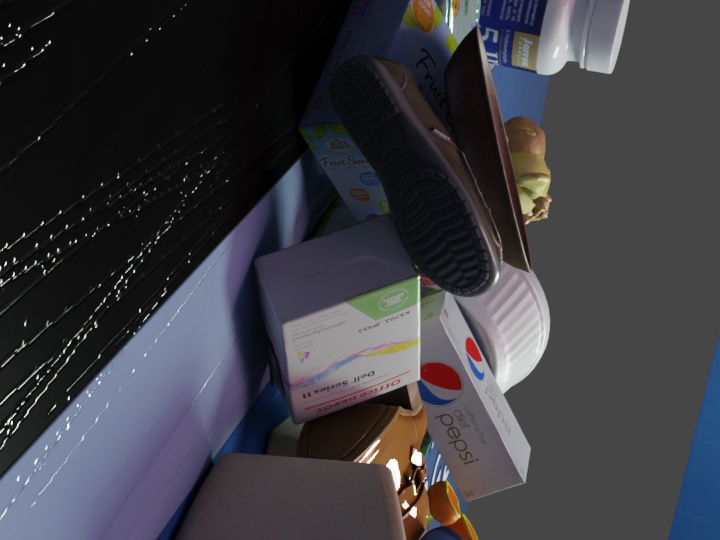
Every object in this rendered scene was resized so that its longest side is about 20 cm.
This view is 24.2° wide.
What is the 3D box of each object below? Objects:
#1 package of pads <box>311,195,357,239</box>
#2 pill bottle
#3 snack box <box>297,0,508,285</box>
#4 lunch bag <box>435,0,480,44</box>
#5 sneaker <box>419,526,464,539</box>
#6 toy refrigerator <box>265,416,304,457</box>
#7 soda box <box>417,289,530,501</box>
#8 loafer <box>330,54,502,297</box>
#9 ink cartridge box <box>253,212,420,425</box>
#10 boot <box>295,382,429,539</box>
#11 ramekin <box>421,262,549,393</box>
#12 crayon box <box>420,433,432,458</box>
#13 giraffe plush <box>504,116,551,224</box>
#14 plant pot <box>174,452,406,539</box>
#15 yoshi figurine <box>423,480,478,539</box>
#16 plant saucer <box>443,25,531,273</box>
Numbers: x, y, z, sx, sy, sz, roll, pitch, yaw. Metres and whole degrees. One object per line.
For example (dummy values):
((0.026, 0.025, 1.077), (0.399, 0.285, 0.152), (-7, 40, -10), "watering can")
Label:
((0.000, 0.000, 1.511), (0.200, 0.068, 0.155), (-61, 162, -56), "package of pads")
((0.162, -0.261, 1.674), (0.120, 0.199, 0.120), (13, 90, -79), "pill bottle")
((0.041, -0.114, 1.396), (0.200, 0.067, 0.169), (58, 41, -41), "snack box")
((0.067, -0.262, 1.512), (0.201, 0.077, 0.161), (92, 16, -46), "lunch bag")
((0.030, 0.311, 1.456), (0.082, 0.074, 0.200), (4, 122, -58), "sneaker")
((-0.058, 0.239, 1.499), (0.076, 0.070, 0.201), (-27, 129, -75), "toy refrigerator")
((0.093, 0.120, 1.623), (0.201, 0.068, 0.064), (62, 22, -21), "soda box")
((0.054, -0.076, 1.253), (0.070, 0.075, 0.201), (-30, 94, -50), "loafer")
((-0.015, 0.052, 1.339), (0.200, 0.117, 0.068), (86, -18, -57), "ink cartridge box")
((0.015, 0.176, 1.415), (0.200, 0.073, 0.155), (-46, 132, -55), "boot")
((0.084, 0.056, 1.701), (0.094, 0.202, 0.203), (-47, 150, -49), "ramekin")
((0.008, 0.250, 1.783), (0.127, 0.051, 0.200), (-53, -174, 40), "crayon box")
((0.128, -0.114, 1.772), (0.173, 0.161, 0.201), (-43, 145, -71), "giraffe plush")
((-0.050, 0.250, 1.278), (0.200, 0.199, 0.178), (87, 7, -56), "plant pot")
((0.014, 0.287, 1.607), (0.113, 0.199, 0.112), (66, 7, 20), "yoshi figurine")
((0.099, -0.093, 1.339), (0.200, 0.036, 0.201), (-13, 90, -81), "plant saucer")
